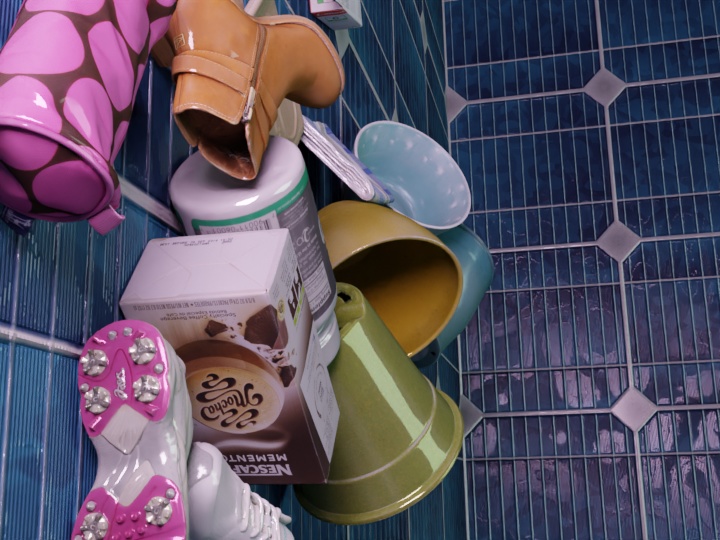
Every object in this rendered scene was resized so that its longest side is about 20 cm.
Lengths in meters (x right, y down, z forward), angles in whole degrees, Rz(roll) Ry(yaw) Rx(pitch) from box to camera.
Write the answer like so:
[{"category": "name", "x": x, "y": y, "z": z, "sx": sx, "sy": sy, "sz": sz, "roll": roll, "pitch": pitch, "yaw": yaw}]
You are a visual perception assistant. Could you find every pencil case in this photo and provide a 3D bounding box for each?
[{"category": "pencil case", "x": -0.159, "y": -0.120, "z": 0.531, "sx": 0.094, "sy": 0.091, "sz": 0.201, "roll": 32, "pitch": 48, "yaw": -31}]

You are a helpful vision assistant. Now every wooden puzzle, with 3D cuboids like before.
[{"category": "wooden puzzle", "x": -0.105, "y": -0.175, "z": 0.915, "sx": 0.186, "sy": 0.046, "sz": 0.201, "roll": -78, "pitch": 164, "yaw": -52}]

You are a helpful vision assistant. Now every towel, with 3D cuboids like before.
[{"category": "towel", "x": -0.021, "y": -0.138, "z": 1.134, "sx": 0.147, "sy": 0.024, "sz": 0.200, "roll": 45, "pitch": 9, "yaw": 5}]

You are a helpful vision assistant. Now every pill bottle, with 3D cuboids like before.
[{"category": "pill bottle", "x": -0.082, "y": -0.005, "z": 0.784, "sx": 0.113, "sy": 0.113, "sz": 0.201, "roll": -79, "pitch": 162, "yaw": -50}]

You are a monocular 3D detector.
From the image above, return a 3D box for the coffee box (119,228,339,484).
[{"category": "coffee box", "x": -0.092, "y": 0.073, "z": 0.710, "sx": 0.080, "sy": 0.113, "sz": 0.201, "roll": -79, "pitch": 160, "yaw": -51}]

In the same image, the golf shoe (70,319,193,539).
[{"category": "golf shoe", "x": -0.136, "y": 0.136, "z": 0.588, "sx": 0.092, "sy": 0.075, "sz": 0.201, "roll": 54, "pitch": 35, "yaw": -74}]

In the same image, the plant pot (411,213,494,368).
[{"category": "plant pot", "x": 0.089, "y": 0.043, "z": 1.439, "sx": 0.188, "sy": 0.199, "sz": 0.201, "roll": -61, "pitch": 148, "yaw": -41}]

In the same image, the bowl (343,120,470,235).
[{"category": "bowl", "x": 0.055, "y": -0.113, "z": 1.364, "sx": 0.105, "sy": 0.200, "sz": 0.201, "roll": -50, "pitch": -157, "yaw": 41}]

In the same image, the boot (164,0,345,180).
[{"category": "boot", "x": -0.080, "y": -0.136, "z": 0.709, "sx": 0.200, "sy": 0.073, "sz": 0.155, "roll": 30, "pitch": 47, "yaw": -47}]

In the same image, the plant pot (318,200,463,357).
[{"category": "plant pot", "x": 0.000, "y": 0.000, "z": 1.061, "sx": 0.142, "sy": 0.199, "sz": 0.200, "roll": -120, "pitch": -170, "yaw": -45}]

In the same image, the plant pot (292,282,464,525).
[{"category": "plant pot", "x": -0.019, "y": 0.121, "z": 0.941, "sx": 0.200, "sy": 0.199, "sz": 0.190, "roll": -77, "pitch": 146, "yaw": -54}]

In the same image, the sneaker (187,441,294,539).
[{"category": "sneaker", "x": -0.091, "y": 0.190, "z": 0.693, "sx": 0.201, "sy": 0.080, "sz": 0.071, "roll": 86, "pitch": 8, "yaw": -51}]

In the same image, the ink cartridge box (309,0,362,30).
[{"category": "ink cartridge box", "x": -0.043, "y": -0.406, "z": 1.262, "sx": 0.200, "sy": 0.050, "sz": 0.110, "roll": -20, "pitch": 106, "yaw": -77}]

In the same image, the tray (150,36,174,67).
[{"category": "tray", "x": -0.166, "y": -0.247, "z": 0.656, "sx": 0.200, "sy": 0.037, "sz": 0.099, "roll": 59, "pitch": 29, "yaw": -63}]
